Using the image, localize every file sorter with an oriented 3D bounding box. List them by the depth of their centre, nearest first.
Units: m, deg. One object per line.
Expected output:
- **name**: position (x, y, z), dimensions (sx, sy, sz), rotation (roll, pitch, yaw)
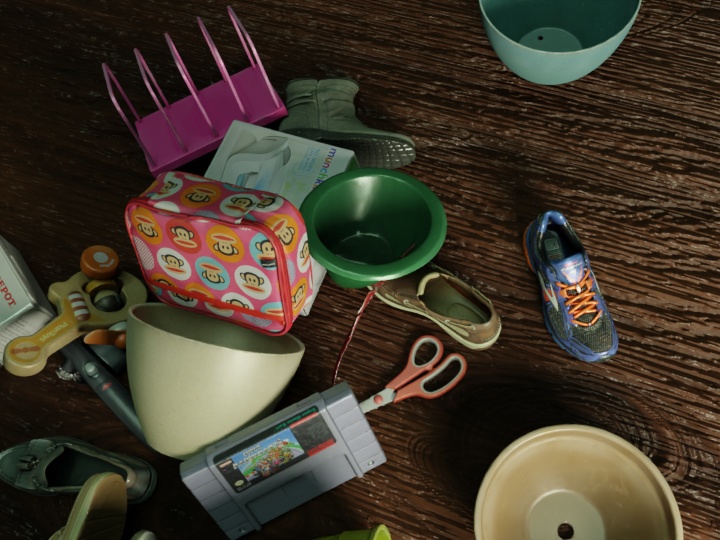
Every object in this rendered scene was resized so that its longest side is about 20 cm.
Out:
- **file sorter**: position (-0.228, -0.249, 1.025), dimensions (0.200, 0.125, 0.139), rotation (-27, 45, -4)

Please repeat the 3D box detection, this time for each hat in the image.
- **hat**: position (0.000, 0.000, 0.922), dimensions (0.200, 0.176, 0.166), rotation (-32, 60, -26)

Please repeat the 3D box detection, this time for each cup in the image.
- **cup**: position (-0.177, 0.131, 0.859), dimensions (0.200, 0.200, 0.143), rotation (15, 94, 14)

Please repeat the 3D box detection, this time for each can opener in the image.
- **can opener**: position (-0.302, 0.144, 0.923), dimensions (0.079, 0.063, 0.200), rotation (-41, 68, -11)

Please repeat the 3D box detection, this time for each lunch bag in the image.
- **lunch bag**: position (-0.152, -0.009, 0.840), dimensions (0.200, 0.176, 0.082), rotation (14, 43, 21)

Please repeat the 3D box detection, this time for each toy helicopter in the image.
- **toy helicopter**: position (-0.337, 0.067, 0.918), dimensions (0.132, 0.079, 0.200), rotation (38, 42, 7)

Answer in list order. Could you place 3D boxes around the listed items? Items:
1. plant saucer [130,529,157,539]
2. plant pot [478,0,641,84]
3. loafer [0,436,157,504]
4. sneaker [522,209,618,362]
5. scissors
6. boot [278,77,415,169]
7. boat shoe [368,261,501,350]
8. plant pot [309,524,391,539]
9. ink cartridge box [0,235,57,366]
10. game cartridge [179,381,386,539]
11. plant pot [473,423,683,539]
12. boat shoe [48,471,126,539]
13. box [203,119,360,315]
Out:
- **plant saucer**: position (-0.201, 0.361, 0.747), dimensions (0.050, 0.200, 0.200), rotation (1, 67, -2)
- **plant pot**: position (0.256, -0.326, 1.005), dimensions (0.200, 0.135, 0.200), rotation (-3, 67, 7)
- **loafer**: position (-0.342, 0.230, 0.892), dimensions (0.200, 0.063, 0.072), rotation (4, 68, 10)
- **sneaker**: position (0.243, 0.016, 0.894), dimensions (0.075, 0.078, 0.200), rotation (-21, 66, -1)
- **scissors**: position (0.036, 0.153, 0.899), dimensions (0.200, 0.014, 0.073), rotation (-38, 69, -10)
- **boot**: position (-0.017, -0.212, 1.036), dimensions (0.200, 0.068, 0.131), rotation (6, 63, 9)
- **boat shoe**: position (0.081, 0.018, 0.917), dimensions (0.202, 0.075, 0.075), rotation (28, 74, 18)
- **plant pot**: position (-0.069, 0.353, 0.735), dimensions (0.193, 0.200, 0.201), rotation (-4, 67, 11)
- **ink cartridge box**: position (-0.514, 0.063, 0.975), dimensions (0.200, 0.084, 0.146), rotation (-36, 68, -9)
- **game cartridge**: position (-0.081, 0.211, 0.831), dimensions (0.200, 0.130, 0.038), rotation (-27, 41, -3)
- **plant pot**: position (0.218, 0.267, 0.783), dimensions (0.201, 0.093, 0.201), rotation (-3, 67, 8)
- **boat shoe**: position (-0.315, 0.310, 0.829), dimensions (0.064, 0.071, 0.200), rotation (18, 91, 26)
- **box**: position (-0.115, -0.068, 0.971), dimensions (0.176, 0.097, 0.200), rotation (18, 70, 17)
